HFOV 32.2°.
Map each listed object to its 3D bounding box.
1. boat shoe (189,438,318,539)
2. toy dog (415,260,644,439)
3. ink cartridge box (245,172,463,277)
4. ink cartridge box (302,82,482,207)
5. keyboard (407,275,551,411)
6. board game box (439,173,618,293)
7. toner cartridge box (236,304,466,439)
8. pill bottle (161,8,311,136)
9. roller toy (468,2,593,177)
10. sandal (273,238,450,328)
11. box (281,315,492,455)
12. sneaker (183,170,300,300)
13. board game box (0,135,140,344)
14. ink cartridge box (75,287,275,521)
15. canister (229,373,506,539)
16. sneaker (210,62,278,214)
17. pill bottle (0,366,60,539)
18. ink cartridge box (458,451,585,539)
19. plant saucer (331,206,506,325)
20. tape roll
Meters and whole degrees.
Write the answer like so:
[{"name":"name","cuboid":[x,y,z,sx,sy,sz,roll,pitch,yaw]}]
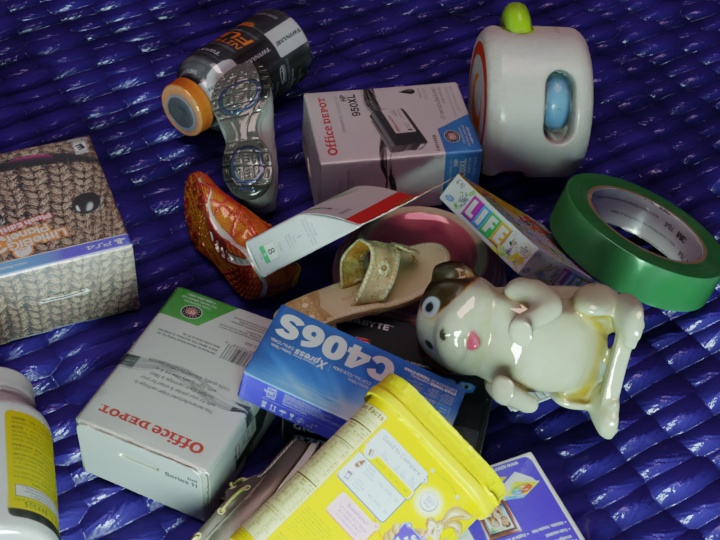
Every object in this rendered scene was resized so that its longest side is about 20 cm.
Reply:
[{"name":"boat shoe","cuboid":[-0.106,0.224,1.136,0.060,0.072,0.202,26,52,15]},{"name":"toy dog","cuboid":[0.152,0.053,1.207,0.198,0.141,0.194,9,29,-6]},{"name":"ink cartridge box","cuboid":[-0.005,-0.068,1.327,0.050,0.199,0.161,61,26,-2]},{"name":"ink cartridge box","cuboid":[0.035,-0.150,1.521,0.198,0.085,0.145,-6,44,-9]},{"name":"keyboard","cuboid":[0.123,0.067,1.289,0.056,0.011,0.200,-20,52,-25]},{"name":"board game box","cuboid":[0.184,-0.026,1.347,0.199,0.034,0.135,23,20,-53]},{"name":"toner cartridge box","cuboid":[-0.007,0.116,1.183,0.199,0.043,0.095,24,49,4]},{"name":"pill bottle","cuboid":[-0.162,-0.248,1.594,0.106,0.107,0.200,29,49,25]},{"name":"roller toy","cuboid":[0.210,-0.204,1.519,0.138,0.201,0.184,1,57,-4]},{"name":"sandal","cuboid":[0.003,0.003,1.291,0.210,0.070,0.078,-26,43,-17]},{"name":"box","cuboid":[0.035,0.124,1.265,0.198,0.046,0.160,13,45,8]},{"name":"sneaker","cuboid":[-0.140,-0.039,1.420,0.077,0.073,0.200,-12,51,-38]},{"name":"board game box","cuboid":[-0.348,-0.038,1.372,0.158,0.097,0.201,-15,47,-18]},{"name":"ink cartridge box","cuboid":[-0.165,0.127,1.223,0.146,0.084,0.200,20,46,15]},{"name":"canister","cuboid":[0.005,0.210,1.065,0.200,0.087,0.149,-43,82,-16]},{"name":"sneaker","cuboid":[-0.134,-0.158,1.492,0.074,0.087,0.202,-6,64,7]},{"name":"pill bottle","cuboid":[-0.333,0.187,1.131,0.110,0.112,0.201,-7,45,-11]},{"name":"ink cartridge box","cuboid":[0.111,0.274,1.117,0.196,0.044,0.201,-15,45,-17]},{"name":"plant saucer","cuboid":[0.067,-0.005,1.398,0.198,0.051,0.202,1,44,-1]},{"name":"tape roll","cuboid":[0.310,-0.034,1.393,0.199,0.048,0.201,19,29,-11]}]
